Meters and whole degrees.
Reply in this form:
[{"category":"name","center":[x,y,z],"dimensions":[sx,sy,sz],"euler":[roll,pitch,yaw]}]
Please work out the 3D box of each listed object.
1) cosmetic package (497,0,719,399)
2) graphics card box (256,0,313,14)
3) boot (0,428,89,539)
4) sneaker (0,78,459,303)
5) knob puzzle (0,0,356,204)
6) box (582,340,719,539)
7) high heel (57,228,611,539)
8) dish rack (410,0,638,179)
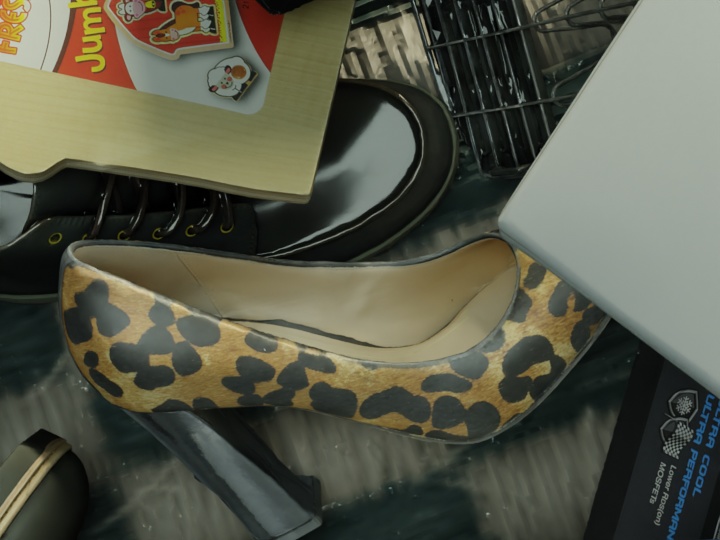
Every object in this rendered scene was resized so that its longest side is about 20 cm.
[{"category":"cosmetic package","center":[0.183,0.011,0.772],"dimensions":[0.199,0.200,0.123],"euler":[39,102,35]},{"category":"graphics card box","center":[-0.009,-0.200,0.923],"dimensions":[0.125,0.051,0.200],"euler":[-21,69,13]},{"category":"boot","center":[-0.103,0.171,0.987],"dimensions":[0.138,0.077,0.200],"euler":[24,102,7]},{"category":"sneaker","center":[-0.067,-0.029,0.978],"dimensions":[0.200,0.106,0.075],"euler":[-13,82,8]},{"category":"knob puzzle","center":[-0.097,-0.121,0.960],"dimensions":[0.220,0.030,0.220],"euler":[1,73,-3]},{"category":"box","center":[0.177,0.075,0.915],"dimensions":[0.198,0.050,0.200],"euler":[15,86,39]},{"category":"high heel","center":[0.000,0.000,0.950],"dimensions":[0.200,0.071,0.143],"euler":[-36,120,9]},{"category":"dish rack","center":[0.095,-0.107,0.944],"dimensions":[0.200,0.055,0.153],"euler":[-7,100,49]}]
